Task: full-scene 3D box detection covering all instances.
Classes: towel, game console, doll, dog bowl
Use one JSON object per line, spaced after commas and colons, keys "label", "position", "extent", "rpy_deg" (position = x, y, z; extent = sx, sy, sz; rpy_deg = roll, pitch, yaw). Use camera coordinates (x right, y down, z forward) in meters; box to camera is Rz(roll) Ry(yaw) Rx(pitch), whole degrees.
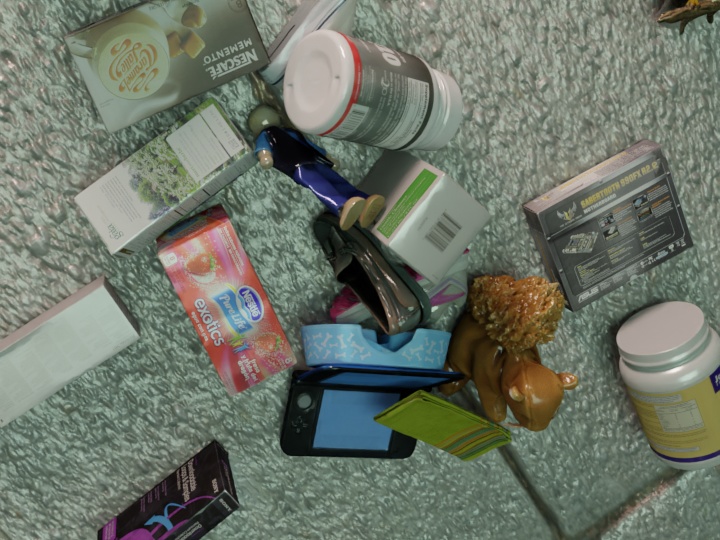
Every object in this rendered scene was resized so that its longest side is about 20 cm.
{"label": "towel", "position": [0.112, 0.210, 1.271], "extent": [0.086, 0.018, 0.199], "rpy_deg": [-35, 136, 27]}
{"label": "game console", "position": [0.013, 0.186, 1.244], "extent": [0.198, 0.118, 0.173], "rpy_deg": [6, 105, -21]}
{"label": "doll", "position": [-0.062, -0.124, 1.122], "extent": [0.136, 0.200, 0.049], "rpy_deg": [-11, 138, -56]}
{"label": "dog bowl", "position": [0.019, 0.102, 1.225], "extent": [0.197, 0.111, 0.050], "rpy_deg": [5, 80, -16]}

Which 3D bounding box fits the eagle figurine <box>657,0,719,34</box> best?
{"label": "eagle figurine", "position": [0.408, -0.411, 1.192], "extent": [0.151, 0.150, 0.202], "rpy_deg": [-5, 75, -54]}

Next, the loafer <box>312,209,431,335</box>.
{"label": "loafer", "position": [0.000, 0.000, 1.156], "extent": [0.063, 0.200, 0.072], "rpy_deg": [-31, 147, -28]}

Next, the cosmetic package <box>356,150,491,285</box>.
{"label": "cosmetic package", "position": [0.063, -0.071, 1.144], "extent": [0.085, 0.200, 0.108], "rpy_deg": [37, 93, -23]}

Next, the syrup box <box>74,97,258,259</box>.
{"label": "syrup box", "position": [-0.222, -0.104, 1.111], "extent": [0.199, 0.081, 0.079], "rpy_deg": [-37, 88, -1]}

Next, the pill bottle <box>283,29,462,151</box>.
{"label": "pill bottle", "position": [0.019, -0.201, 1.109], "extent": [0.199, 0.113, 0.115], "rpy_deg": [4, 107, -44]}

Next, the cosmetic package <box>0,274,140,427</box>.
{"label": "cosmetic package", "position": [-0.371, 0.096, 1.158], "extent": [0.199, 0.051, 0.083], "rpy_deg": [-32, 110, -3]}

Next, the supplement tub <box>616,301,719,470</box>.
{"label": "supplement tub", "position": [0.450, 0.161, 1.347], "extent": [0.144, 0.145, 0.201], "rpy_deg": [-29, 112, -5]}

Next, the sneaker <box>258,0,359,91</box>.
{"label": "sneaker", "position": [-0.035, -0.291, 1.128], "extent": [0.071, 0.073, 0.200], "rpy_deg": [34, 104, -30]}

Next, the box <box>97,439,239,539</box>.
{"label": "box", "position": [-0.245, 0.313, 1.208], "extent": [0.199, 0.143, 0.036], "rpy_deg": [-37, 111, -2]}

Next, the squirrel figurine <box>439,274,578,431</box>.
{"label": "squirrel figurine", "position": [0.197, 0.106, 1.238], "extent": [0.140, 0.187, 0.203], "rpy_deg": [-3, 109, -14]}

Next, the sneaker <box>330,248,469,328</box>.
{"label": "sneaker", "position": [0.059, 0.040, 1.240], "extent": [0.198, 0.081, 0.089], "rpy_deg": [-20, 109, -8]}

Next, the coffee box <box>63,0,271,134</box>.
{"label": "coffee box", "position": [-0.216, -0.249, 1.079], "extent": [0.198, 0.080, 0.115], "rpy_deg": [-24, 111, -7]}

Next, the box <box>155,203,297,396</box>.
{"label": "box", "position": [-0.164, 0.034, 1.169], "extent": [0.094, 0.103, 0.202], "rpy_deg": [-26, 110, -6]}

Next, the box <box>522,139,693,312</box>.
{"label": "box", "position": [0.337, -0.060, 1.303], "extent": [0.199, 0.048, 0.160], "rpy_deg": [-29, 111, -6]}
